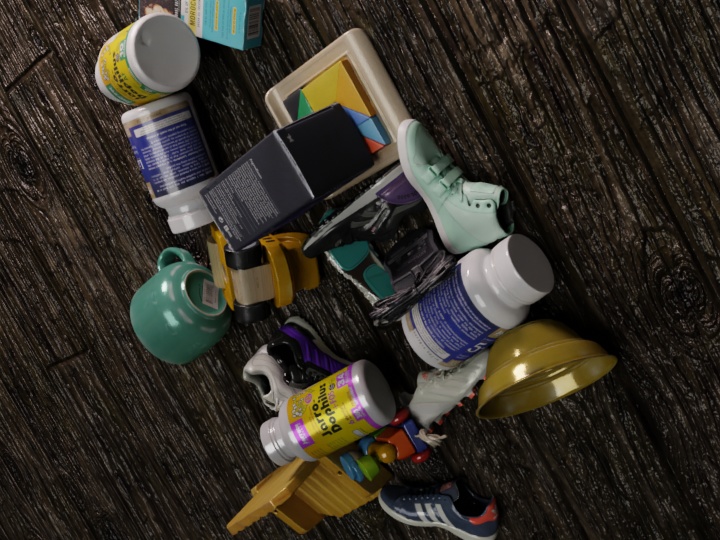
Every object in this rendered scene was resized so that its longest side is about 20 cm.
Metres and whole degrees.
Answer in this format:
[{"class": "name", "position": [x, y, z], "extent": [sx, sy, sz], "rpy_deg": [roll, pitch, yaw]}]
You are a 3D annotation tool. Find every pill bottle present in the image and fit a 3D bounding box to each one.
[{"class": "pill bottle", "position": [-0.053, 0.223, 1.383], "extent": [0.199, 0.104, 0.105], "rpy_deg": [-30, 94, 18]}, {"class": "pill bottle", "position": [-0.330, -0.311, 1.375], "extent": [0.199, 0.112, 0.114], "rpy_deg": [1, 113, 56]}, {"class": "pill bottle", "position": [0.160, 0.040, 1.241], "extent": [0.120, 0.120, 0.200], "rpy_deg": [52, 128, 2]}, {"class": "pill bottle", "position": [-0.288, -0.168, 1.435], "extent": [0.115, 0.116, 0.202], "rpy_deg": [-11, 104, 35]}]

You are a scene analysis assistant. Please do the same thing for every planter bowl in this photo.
[{"class": "planter bowl", "position": [0.233, 0.121, 1.216], "extent": [0.200, 0.199, 0.084], "rpy_deg": [-40, 60, 37]}]

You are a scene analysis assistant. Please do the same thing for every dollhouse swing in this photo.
[{"class": "dollhouse swing", "position": [-0.085, 0.387, 1.487], "extent": [0.182, 0.176, 0.200], "rpy_deg": [42, 128, -13]}]

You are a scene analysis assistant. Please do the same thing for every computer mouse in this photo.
[{"class": "computer mouse", "position": [0.077, 0.006, 1.244], "extent": [0.138, 0.200, 0.053], "rpy_deg": [-36, 108, 14]}]

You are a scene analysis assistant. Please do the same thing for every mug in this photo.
[{"class": "mug", "position": [-0.297, 0.050, 1.515], "extent": [0.114, 0.152, 0.186], "rpy_deg": [-34, 90, 34]}]

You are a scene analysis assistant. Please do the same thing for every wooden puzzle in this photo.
[{"class": "wooden puzzle", "position": [-0.032, -0.216, 1.301], "extent": [0.199, 0.037, 0.186], "rpy_deg": [-26, 95, 37]}]

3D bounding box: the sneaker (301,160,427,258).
[{"class": "sneaker", "position": [0.009, -0.063, 1.290], "extent": [0.199, 0.076, 0.088], "rpy_deg": [-37, 98, 15]}]

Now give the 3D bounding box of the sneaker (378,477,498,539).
[{"class": "sneaker", "position": [0.125, 0.359, 1.437], "extent": [0.198, 0.075, 0.085], "rpy_deg": [11, 118, 17]}]

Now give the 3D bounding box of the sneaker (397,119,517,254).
[{"class": "sneaker", "position": [0.135, -0.124, 1.212], "extent": [0.118, 0.074, 0.202], "rpy_deg": [-15, 112, 42]}]

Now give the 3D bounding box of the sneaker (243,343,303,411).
[{"class": "sneaker", "position": [-0.117, 0.217, 1.521], "extent": [0.200, 0.081, 0.075], "rpy_deg": [45, 125, 6]}]

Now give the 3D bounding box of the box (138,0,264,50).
[{"class": "box", "position": [-0.236, -0.392, 1.345], "extent": [0.198, 0.049, 0.083], "rpy_deg": [21, 120, 23]}]

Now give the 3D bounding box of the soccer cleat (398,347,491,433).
[{"class": "soccer cleat", "position": [0.126, 0.168, 1.353], "extent": [0.078, 0.069, 0.200], "rpy_deg": [44, 130, 5]}]

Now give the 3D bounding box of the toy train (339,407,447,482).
[{"class": "toy train", "position": [0.045, 0.272, 1.371], "extent": [0.085, 0.115, 0.200], "rpy_deg": [58, 161, -4]}]

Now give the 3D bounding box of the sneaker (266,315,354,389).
[{"class": "sneaker", "position": [-0.072, 0.168, 1.456], "extent": [0.200, 0.099, 0.070], "rpy_deg": [40, 128, 12]}]

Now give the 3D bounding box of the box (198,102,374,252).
[{"class": "box", "position": [-0.105, -0.130, 1.282], "extent": [0.199, 0.148, 0.105], "rpy_deg": [-28, 94, 45]}]

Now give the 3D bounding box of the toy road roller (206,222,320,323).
[{"class": "toy road roller", "position": [-0.150, -0.009, 1.436], "extent": [0.200, 0.145, 0.124], "rpy_deg": [-143, 42, -61]}]

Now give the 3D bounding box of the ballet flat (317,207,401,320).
[{"class": "ballet flat", "position": [0.000, 0.000, 1.363], "extent": [0.200, 0.072, 0.072], "rpy_deg": [51, 128, 5]}]
